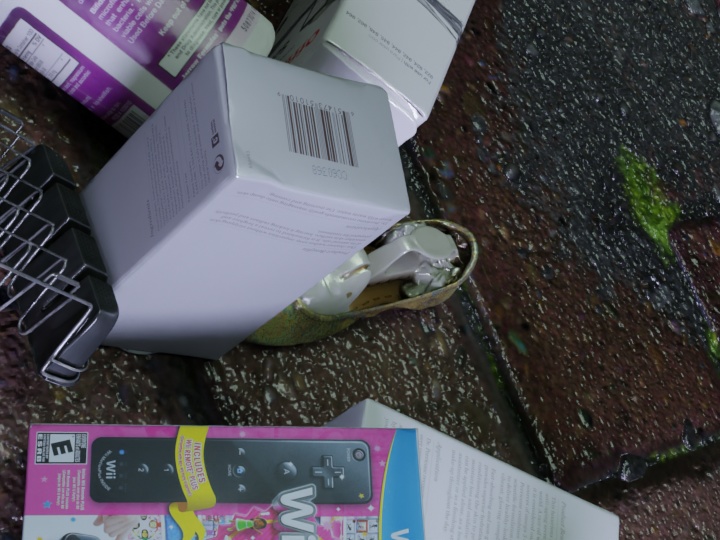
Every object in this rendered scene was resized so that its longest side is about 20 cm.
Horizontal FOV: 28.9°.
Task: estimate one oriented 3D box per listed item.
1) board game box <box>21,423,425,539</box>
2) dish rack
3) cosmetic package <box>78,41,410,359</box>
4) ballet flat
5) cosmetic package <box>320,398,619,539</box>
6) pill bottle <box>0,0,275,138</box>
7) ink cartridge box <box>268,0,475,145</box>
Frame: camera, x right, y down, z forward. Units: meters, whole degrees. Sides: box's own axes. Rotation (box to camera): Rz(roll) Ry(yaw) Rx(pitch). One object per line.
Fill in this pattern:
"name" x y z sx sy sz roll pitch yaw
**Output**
"board game box" -0.068 0.154 0.700 0.199 0.064 0.148 2 61 -11
"dish rack" -0.210 -0.040 0.688 0.200 0.055 0.154 32 21 -46
"cosmetic package" -0.078 -0.027 0.758 0.113 0.200 0.081 11 59 -37
"ballet flat" 0.000 0.000 0.898 0.200 0.071 0.071 -10 71 -42
"cosmetic package" 0.059 0.167 0.840 0.200 0.071 0.102 27 51 -23
"pill bottle" -0.159 -0.163 0.836 0.200 0.112 0.112 38 47 -16
"ink cartridge box" -0.002 -0.149 0.930 0.084 0.145 0.200 37 47 -15
